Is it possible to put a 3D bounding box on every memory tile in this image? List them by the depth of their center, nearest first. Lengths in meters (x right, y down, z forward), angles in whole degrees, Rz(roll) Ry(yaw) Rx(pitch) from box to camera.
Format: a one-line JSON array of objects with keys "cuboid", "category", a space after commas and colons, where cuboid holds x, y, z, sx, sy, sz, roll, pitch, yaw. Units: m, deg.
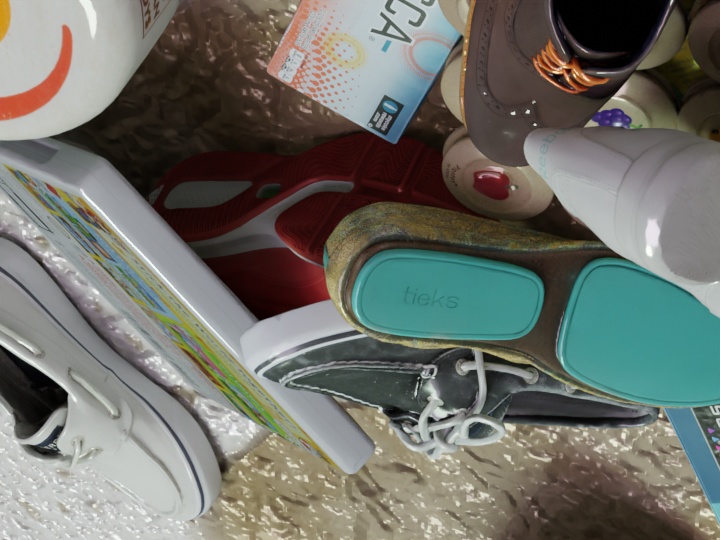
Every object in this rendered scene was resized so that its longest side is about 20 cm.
[{"cuboid": [0.103, -0.082, 1.193, 0.153, 0.017, 0.200, 11, 139, 12], "category": "memory tile"}]

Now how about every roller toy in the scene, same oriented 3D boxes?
[{"cuboid": [-0.157, -0.154, 1.264, 0.182, 0.140, 0.200, 46, 138, -19], "category": "roller toy"}]

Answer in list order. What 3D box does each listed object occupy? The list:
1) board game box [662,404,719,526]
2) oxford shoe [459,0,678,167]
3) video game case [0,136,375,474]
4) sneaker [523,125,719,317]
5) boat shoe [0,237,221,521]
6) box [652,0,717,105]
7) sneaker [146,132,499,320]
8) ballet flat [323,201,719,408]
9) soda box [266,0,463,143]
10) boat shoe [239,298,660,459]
[{"cuboid": [0.239, 0.064, 1.328, 0.200, 0.047, 0.151, -3, 130, 34], "category": "board game box"}, {"cuboid": [0.078, -0.095, 1.118, 0.071, 0.073, 0.200, 23, 141, -3], "category": "oxford shoe"}, {"cuboid": [-0.096, 0.007, 1.416, 0.200, 0.023, 0.182, 48, 168, -26], "category": "video game case"}, {"cuboid": [0.136, -0.021, 1.178, 0.088, 0.075, 0.200, 25, 178, 36], "category": "sneaker"}, {"cuboid": [-0.153, 0.070, 1.558, 0.072, 0.066, 0.200, -15, 123, 41], "category": "boat shoe"}, {"cuboid": [0.165, -0.073, 1.228, 0.117, 0.048, 0.200, -15, 126, 41], "category": "box"}, {"cuboid": [0.000, 0.000, 1.400, 0.200, 0.078, 0.116, 9, 147, 41], "category": "sneaker"}, {"cuboid": [0.077, 0.010, 1.282, 0.199, 0.071, 0.071, 11, 145, -19], "category": "ballet flat"}, {"cuboid": [0.030, -0.143, 1.222, 0.068, 0.064, 0.200, 29, 141, -2], "category": "soda box"}, {"cuboid": [0.043, 0.049, 1.333, 0.199, 0.068, 0.074, 2, 162, -29], "category": "boat shoe"}]
